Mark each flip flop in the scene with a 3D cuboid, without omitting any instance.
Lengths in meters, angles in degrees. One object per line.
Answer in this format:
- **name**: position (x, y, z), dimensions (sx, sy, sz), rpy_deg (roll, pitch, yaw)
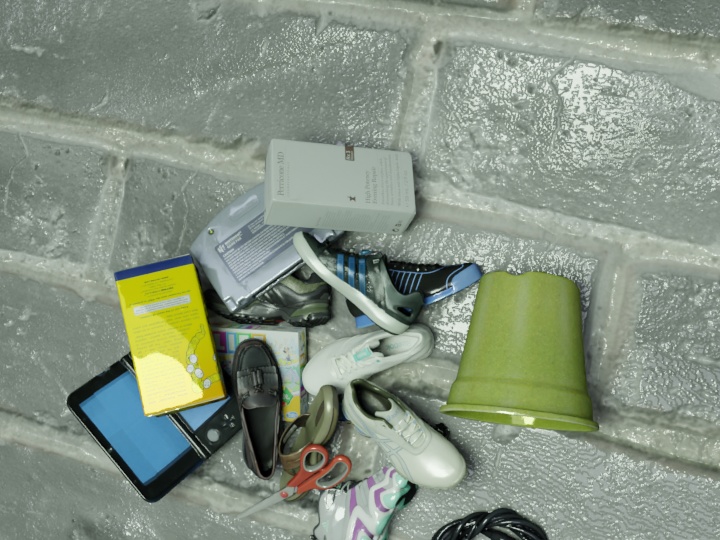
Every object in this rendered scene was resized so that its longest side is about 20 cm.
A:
- **flip flop**: position (-0.083, 0.241, 1.182), dimensions (0.081, 0.057, 0.201), rpy_deg (-113, 38, -48)

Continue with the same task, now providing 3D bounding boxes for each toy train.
- **toy train**: position (0.027, 0.214, 1.194), dimensions (0.199, 0.046, 0.034), rpy_deg (11, 90, 17)

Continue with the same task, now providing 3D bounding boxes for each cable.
- **cable**: position (0.162, 0.415, 1.141), dimensions (0.199, 0.051, 0.164), rpy_deg (-19, 82, 15)

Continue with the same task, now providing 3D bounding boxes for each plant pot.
- **plant pot**: position (0.211, 0.103, 1.085), dimensions (0.199, 0.200, 0.185), rpy_deg (4, 77, 16)

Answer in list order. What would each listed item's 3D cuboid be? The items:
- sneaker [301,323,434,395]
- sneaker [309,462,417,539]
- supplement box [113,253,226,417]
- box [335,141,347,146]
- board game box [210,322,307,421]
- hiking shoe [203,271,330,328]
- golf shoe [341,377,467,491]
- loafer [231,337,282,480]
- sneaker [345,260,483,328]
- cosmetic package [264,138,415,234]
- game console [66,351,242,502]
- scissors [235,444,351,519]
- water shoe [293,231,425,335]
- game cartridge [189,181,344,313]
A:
- **sneaker**: position (0.003, 0.119, 1.176), dimensions (0.199, 0.088, 0.076), rpy_deg (-23, 81, 8)
- **sneaker**: position (-0.005, 0.308, 1.184), dimensions (0.139, 0.078, 0.201), rpy_deg (28, 83, 26)
- **supplement box**: position (-0.260, 0.093, 1.167), dimensions (0.109, 0.109, 0.201), rpy_deg (-13, 82, -9)
- **box**: position (-0.079, -0.102, 1.247), dimensions (0.039, 0.041, 0.200), rpy_deg (45, 100, 14)
- **board game box**: position (-0.178, 0.148, 1.250), dimensions (0.199, 0.034, 0.135), rpy_deg (2, 100, 17)
- **hiking shoe**: position (-0.136, 0.029, 1.248), dimensions (0.199, 0.076, 0.101), rpy_deg (4, 75, 11)
- **golf shoe**: position (0.053, 0.215, 1.110), dimensions (0.200, 0.097, 0.078), rpy_deg (33, 70, 20)
- **loafer**: position (-0.139, 0.197, 1.185), dimensions (0.071, 0.063, 0.201), rpy_deg (-7, 102, -15)
- **sneaker**: position (0.069, 0.016, 1.180), dimensions (0.199, 0.070, 0.078), rpy_deg (-21, 88, 15)
- **cosmetic package**: position (-0.030, -0.114, 1.159), dimensions (0.199, 0.074, 0.102), rpy_deg (3, 64, -15)
- **game console**: position (-0.285, 0.195, 1.210), dimensions (0.171, 0.118, 0.200), rpy_deg (-43, 86, 19)
- **scissors**: position (-0.093, 0.312, 1.178), dimensions (0.073, 0.014, 0.200), rpy_deg (35, 115, -17)
- **water shoe**: position (0.000, 0.000, 1.141), dimensions (0.200, 0.072, 0.079), rpy_deg (40, 96, 2)
- **game cartridge**: position (-0.139, -0.049, 1.206), dimensions (0.200, 0.041, 0.133), rpy_deg (-35, 81, 0)
